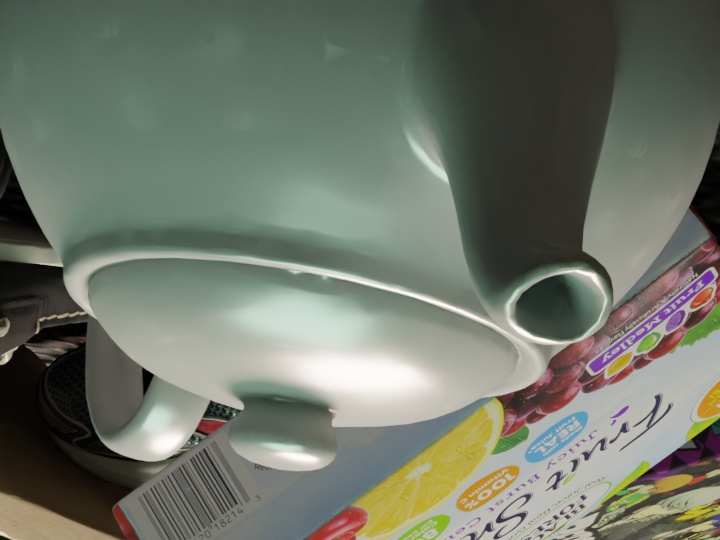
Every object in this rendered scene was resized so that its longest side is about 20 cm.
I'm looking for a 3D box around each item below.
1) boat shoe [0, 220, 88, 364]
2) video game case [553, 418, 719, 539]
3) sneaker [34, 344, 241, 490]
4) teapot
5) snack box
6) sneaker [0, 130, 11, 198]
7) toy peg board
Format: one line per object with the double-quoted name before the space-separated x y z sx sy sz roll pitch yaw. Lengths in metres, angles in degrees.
"boat shoe" -0.158 0.011 0.928 0.074 0.061 0.200 11 -177 34
"video game case" 0.112 0.092 1.030 0.180 0.036 0.200 -16 161 3
"sneaker" -0.052 0.038 1.016 0.199 0.081 0.075 -8 141 33
"teapot" -0.009 -0.023 0.614 0.196 0.147 0.200 6 165 19
"snack box" 0.035 0.053 0.810 0.200 0.053 0.142 -36 155 5
"sneaker" -0.205 -0.042 0.822 0.199 0.071 0.099 3 162 20
"toy peg board" -0.178 0.097 1.081 0.199 0.098 0.200 41 -176 36
